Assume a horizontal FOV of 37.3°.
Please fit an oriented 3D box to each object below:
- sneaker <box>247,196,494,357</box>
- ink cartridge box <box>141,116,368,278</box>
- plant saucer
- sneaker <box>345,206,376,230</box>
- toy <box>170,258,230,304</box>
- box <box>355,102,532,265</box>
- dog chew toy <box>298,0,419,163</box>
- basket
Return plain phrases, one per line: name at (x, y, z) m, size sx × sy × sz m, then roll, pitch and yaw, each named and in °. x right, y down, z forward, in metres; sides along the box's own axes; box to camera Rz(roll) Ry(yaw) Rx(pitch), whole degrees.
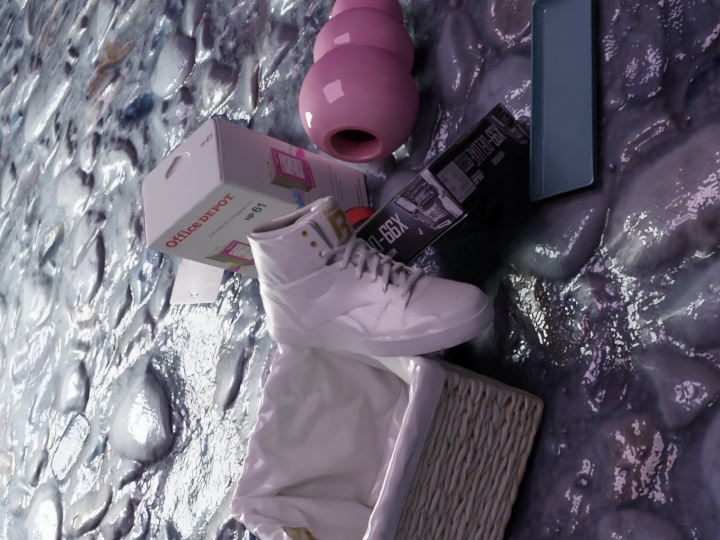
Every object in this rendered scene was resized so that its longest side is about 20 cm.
sneaker at (0.000, 0.000, 0.828) m, size 0.199 × 0.074 × 0.116 m, roll -1°, pitch 118°, yaw 27°
ink cartridge box at (-0.111, -0.066, 1.126) m, size 0.144 × 0.199 × 0.085 m, roll -35°, pitch 52°, yaw 38°
plant saucer at (0.183, -0.161, 0.951) m, size 0.070 × 0.019 × 0.202 m, roll -16°, pitch 64°, yaw 47°
sneaker at (-0.010, 0.039, 1.068) m, size 0.098 × 0.071 × 0.202 m, roll 26°, pitch 95°, yaw 54°
toy at (-0.165, -0.051, 1.312) m, size 0.115 × 0.047 × 0.202 m, roll -5°, pitch 69°, yaw 53°
box at (0.056, -0.057, 0.939) m, size 0.050 × 0.200 × 0.158 m, roll 47°, pitch 123°, yaw -2°
dog chew toy at (0.002, -0.214, 1.116) m, size 0.124 × 0.124 × 0.201 m, roll -25°, pitch 50°, yaw 43°
basket at (0.021, 0.157, 0.916) m, size 0.198 × 0.160 × 0.202 m, roll 17°, pitch 91°, yaw 52°
